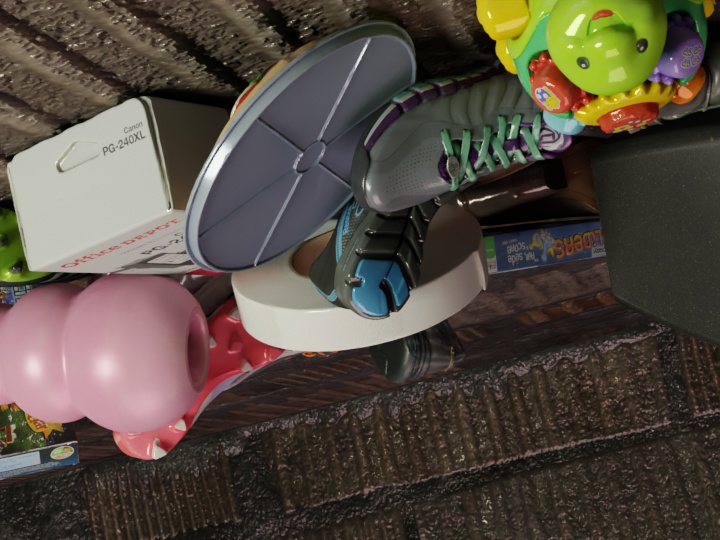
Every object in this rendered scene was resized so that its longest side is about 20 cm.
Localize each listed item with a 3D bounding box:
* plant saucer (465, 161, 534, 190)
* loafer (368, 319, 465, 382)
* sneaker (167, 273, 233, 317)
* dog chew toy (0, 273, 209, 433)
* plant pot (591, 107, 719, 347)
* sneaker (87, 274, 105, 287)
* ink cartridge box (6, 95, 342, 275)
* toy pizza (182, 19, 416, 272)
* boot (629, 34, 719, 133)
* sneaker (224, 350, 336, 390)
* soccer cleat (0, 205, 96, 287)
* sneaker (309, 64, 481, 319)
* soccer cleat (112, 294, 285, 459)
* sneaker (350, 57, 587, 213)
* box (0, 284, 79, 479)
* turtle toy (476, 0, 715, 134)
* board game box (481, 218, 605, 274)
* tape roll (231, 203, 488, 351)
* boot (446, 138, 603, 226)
[{"bbox_3d":[0.058,-0.097,1.193,0.199,0.037,0.200,-13,170,-2],"label":"plant saucer"},{"bbox_3d":[0.030,0.026,1.389,0.072,0.201,0.073,0,136,-29],"label":"loafer"},{"bbox_3d":[-0.182,0.034,1.256,0.079,0.074,0.200,24,118,-32],"label":"sneaker"},{"bbox_3d":[-0.219,0.062,1.137,0.198,0.126,0.125,-1,172,11],"label":"dog chew toy"},{"bbox_3d":[0.301,-0.054,1.204,0.176,0.201,0.200,2,-155,37],"label":"plant pot"},{"bbox_3d":[-0.199,0.017,1.365,0.104,0.076,0.200,-16,162,-9],"label":"sneaker"},{"bbox_3d":[-0.127,-0.054,1.057,0.145,0.084,0.199,-20,168,34],"label":"ink cartridge box"},{"bbox_3d":[-0.042,-0.082,0.951,0.200,0.032,0.201,-40,159,-19],"label":"toy pizza"},{"bbox_3d":[0.288,-0.155,1.071,0.198,0.073,0.182,-10,-175,20],"label":"boot"},{"bbox_3d":[-0.082,0.066,1.371,0.199,0.078,0.112,-16,169,23],"label":"sneaker"},{"bbox_3d":[-0.257,-0.013,1.161,0.199,0.068,0.081,-6,160,-47],"label":"soccer cleat"},{"bbox_3d":[0.028,-0.063,1.057,0.073,0.201,0.082,40,167,-30],"label":"sneaker"},{"bbox_3d":[-0.127,0.075,1.229,0.200,0.067,0.076,-45,-158,-12],"label":"soccer cleat"},{"bbox_3d":[0.085,-0.093,0.981,0.199,0.075,0.087,-34,-144,-31],"label":"sneaker"},{"bbox_3d":[-0.315,0.077,1.208,0.136,0.201,0.038,-11,146,-15],"label":"box"},{"bbox_3d":[0.149,-0.140,0.895,0.145,0.102,0.200,-15,169,12],"label":"turtle toy"},{"bbox_3d":[0.134,-0.022,1.357,0.199,0.035,0.135,-8,-176,-39],"label":"board game box"},{"bbox_3d":[0.000,0.000,1.153,0.201,0.037,0.203,-11,-157,5],"label":"tape roll"},{"bbox_3d":[0.150,-0.073,1.378,0.146,0.071,0.199,-13,170,40],"label":"boot"}]
